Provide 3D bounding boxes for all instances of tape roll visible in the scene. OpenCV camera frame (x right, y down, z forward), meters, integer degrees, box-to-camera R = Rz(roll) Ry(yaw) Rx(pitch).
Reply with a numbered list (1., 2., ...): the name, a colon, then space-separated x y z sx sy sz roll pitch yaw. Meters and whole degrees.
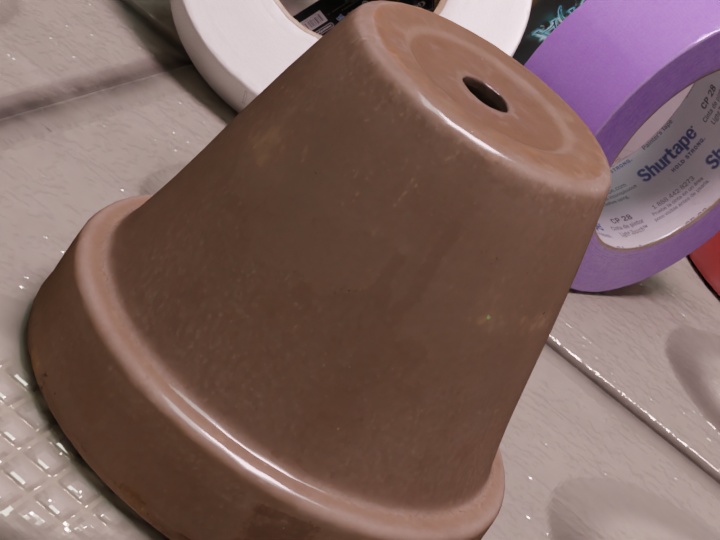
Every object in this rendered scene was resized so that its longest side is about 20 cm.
1. tape roll: -0.005 -0.161 0.988 0.202 0.037 0.203 3 69 -9
2. tape roll: 0.168 -0.082 1.026 0.200 0.200 0.066 5 37 -50

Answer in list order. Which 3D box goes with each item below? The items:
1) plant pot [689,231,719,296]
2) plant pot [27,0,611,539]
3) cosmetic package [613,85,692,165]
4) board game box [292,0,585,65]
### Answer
1. plant pot: 0.349 -0.037 1.219 0.200 0.177 0.201 30 24 -15
2. plant pot: 0.000 0.000 0.677 0.200 0.175 0.200 29 25 -15
3. cosmetic package: 0.127 -0.175 1.191 0.165 0.165 0.200 5 37 -49
4. board game box: 0.071 -0.147 1.042 0.135 0.200 0.028 54 -6 31
